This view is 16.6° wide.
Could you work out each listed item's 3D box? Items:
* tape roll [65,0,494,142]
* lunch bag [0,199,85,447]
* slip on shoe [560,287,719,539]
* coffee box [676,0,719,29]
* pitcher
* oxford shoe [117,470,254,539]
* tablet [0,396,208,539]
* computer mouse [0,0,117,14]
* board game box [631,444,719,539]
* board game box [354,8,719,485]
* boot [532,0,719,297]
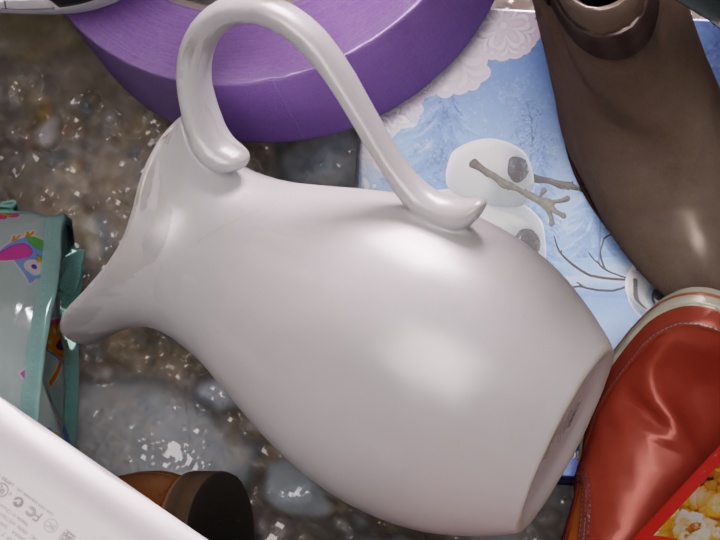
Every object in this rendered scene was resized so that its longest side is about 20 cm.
[{"bbox_3d":[-0.037,-0.158,1.036,0.199,0.066,0.201,-4,71,11],"label":"tape roll"},{"bbox_3d":[-0.201,0.064,0.999,0.170,0.122,0.201,0,63,2],"label":"lunch bag"},{"bbox_3d":[0.112,0.102,0.984,0.074,0.061,0.201,21,106,-2],"label":"slip on shoe"},{"bbox_3d":[0.202,-0.118,0.989,0.123,0.200,0.044,33,117,4],"label":"coffee box"},{"bbox_3d":[0.000,0.000,0.951,0.199,0.121,0.172,28,123,13],"label":"pitcher"},{"bbox_3d":[-0.091,0.182,1.020,0.071,0.071,0.201,1,80,30],"label":"oxford shoe"},{"bbox_3d":[-0.144,0.117,0.904,0.200,0.014,0.130,33,77,10],"label":"tablet"},{"bbox_3d":[-0.158,-0.126,0.987,0.199,0.044,0.110,1,40,11],"label":"computer mouse"},{"bbox_3d":[0.171,0.134,0.974,0.200,0.152,0.046,-46,41,-6],"label":"board game box"},{"bbox_3d":[0.095,-0.009,1.046,0.199,0.043,0.200,3,80,2],"label":"board game box"},{"bbox_3d":[0.101,-0.088,0.961,0.070,0.146,0.201,-21,78,5],"label":"boot"}]
